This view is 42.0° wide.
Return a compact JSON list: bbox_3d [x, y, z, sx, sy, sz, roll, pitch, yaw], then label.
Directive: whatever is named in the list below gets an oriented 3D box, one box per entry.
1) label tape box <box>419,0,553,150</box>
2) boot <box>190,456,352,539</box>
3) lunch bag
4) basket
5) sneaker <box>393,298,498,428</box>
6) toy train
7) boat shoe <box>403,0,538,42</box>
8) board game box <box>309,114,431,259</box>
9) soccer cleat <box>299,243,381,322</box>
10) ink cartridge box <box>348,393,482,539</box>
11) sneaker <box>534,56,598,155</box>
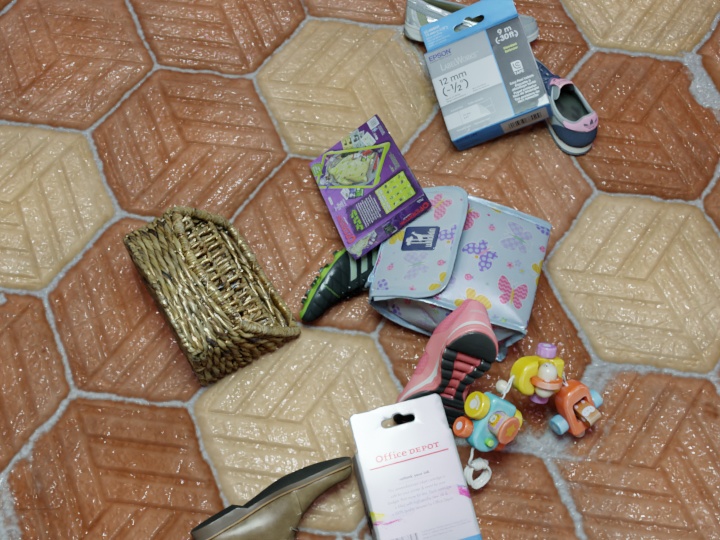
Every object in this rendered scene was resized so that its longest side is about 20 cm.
[{"bbox_3d":[0.169,-0.288,1.312,0.143,0.066,0.201,-20,80,14],"label":"label tape box"},{"bbox_3d":[-0.089,0.282,1.079,0.200,0.074,0.076,-28,87,-10],"label":"boot"},{"bbox_3d":[0.120,-0.005,1.176,0.199,0.127,0.170,20,63,0],"label":"lunch bag"},{"bbox_3d":[-0.182,0.013,1.158,0.149,0.143,0.200,-28,68,-14],"label":"basket"},{"bbox_3d":[0.102,0.114,1.106,0.074,0.200,0.087,22,39,-13],"label":"sneaker"},{"bbox_3d":[0.204,0.173,1.081,0.200,0.151,0.056,-29,27,-20],"label":"toy train"},{"bbox_3d":[0.165,-0.372,1.391,0.201,0.065,0.075,7,37,7],"label":"boat shoe"},{"bbox_3d":[0.008,-0.113,1.223,0.120,0.032,0.200,-32,42,7],"label":"board game box"},{"bbox_3d":[0.000,0.000,1.216,0.081,0.068,0.200,39,68,3],"label":"soccer cleat"},{"bbox_3d":[0.060,0.253,1.068,0.115,0.068,0.201,-13,76,-8],"label":"ink cartridge box"},{"bbox_3d":[0.272,-0.262,1.340,0.070,0.082,0.200,-31,68,-16],"label":"sneaker"}]
